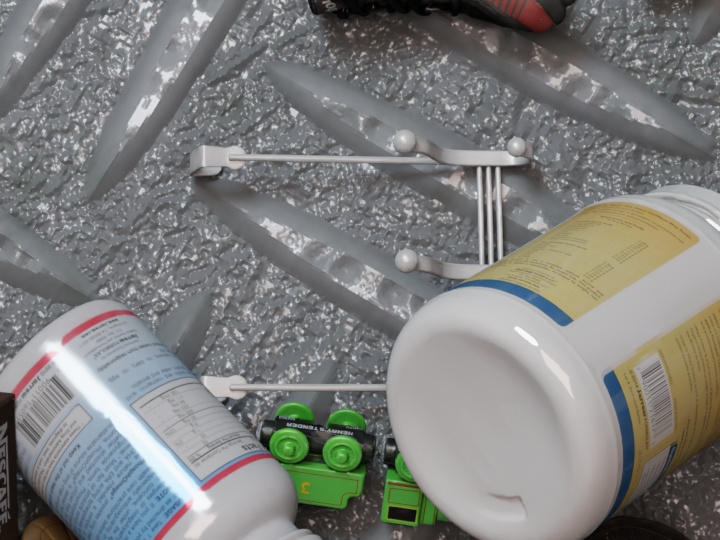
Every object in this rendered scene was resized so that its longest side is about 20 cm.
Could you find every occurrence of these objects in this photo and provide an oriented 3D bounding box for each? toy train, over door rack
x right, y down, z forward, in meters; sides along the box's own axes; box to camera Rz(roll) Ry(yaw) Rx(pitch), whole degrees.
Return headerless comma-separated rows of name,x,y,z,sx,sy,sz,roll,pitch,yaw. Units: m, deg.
toy train,0.039,0.116,1.527,0.199,0.042,0.057,9,119,2
over door rack,0.000,0.000,1.540,0.199,0.067,0.149,-1,80,3

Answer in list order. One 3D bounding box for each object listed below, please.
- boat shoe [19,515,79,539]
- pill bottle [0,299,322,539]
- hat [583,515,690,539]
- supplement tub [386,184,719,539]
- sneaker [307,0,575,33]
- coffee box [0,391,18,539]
boat shoe,-0.114,0.217,1.522,0.199,0.072,0.072,31,115,0
pill bottle,-0.105,0.118,1.492,0.109,0.109,0.200,-44,71,-3
hat,0.105,0.221,1.483,0.081,0.200,0.202,16,80,47
supplement tub,0.125,0.046,1.447,0.200,0.145,0.145,-29,78,-42
sneaker,0.022,-0.174,1.564,0.200,0.071,0.098,29,84,9
coffee box,-0.242,0.170,1.462,0.079,0.114,0.201,8,108,22
